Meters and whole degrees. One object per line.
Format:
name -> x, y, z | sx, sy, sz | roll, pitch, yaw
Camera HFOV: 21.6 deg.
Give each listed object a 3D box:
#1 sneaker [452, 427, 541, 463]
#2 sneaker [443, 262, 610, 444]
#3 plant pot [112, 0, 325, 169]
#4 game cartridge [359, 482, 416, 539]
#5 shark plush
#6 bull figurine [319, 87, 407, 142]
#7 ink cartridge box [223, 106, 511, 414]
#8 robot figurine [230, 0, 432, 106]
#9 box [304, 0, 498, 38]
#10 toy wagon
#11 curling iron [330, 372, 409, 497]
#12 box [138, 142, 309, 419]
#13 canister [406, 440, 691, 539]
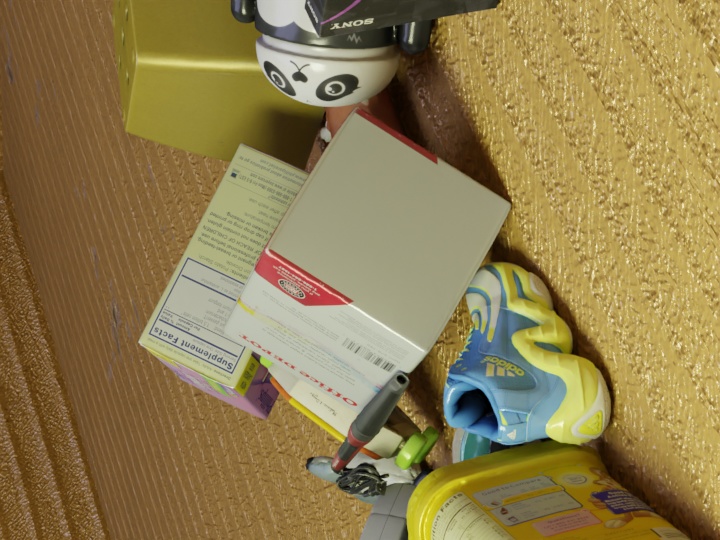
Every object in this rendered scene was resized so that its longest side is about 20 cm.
sneaker -> 0.107, 0.177, 1.408 | 0.080, 0.071, 0.201 | 24, 103, 59
sneaker -> 0.095, 0.059, 1.357 | 0.200, 0.105, 0.076 | -129, 33, -56
plant pot -> -0.135, -0.220, 1.763 | 0.200, 0.176, 0.201 | 115, 149, -62
game cartridge -> 0.016, 0.281, 1.543 | 0.133, 0.041, 0.200 | 72, -150, -46
shark plush -> 0.042, 0.194, 1.742 | 0.200, 0.091, 0.083 | 2, 123, 52
bull figurine -> 0.004, -0.120, 1.614 | 0.122, 0.065, 0.201 | 96, 163, -60
ink cartridge box -> 0.000, 0.000, 1.475 | 0.145, 0.145, 0.200 | -60, 2, -24
robot figurine -> -0.023, -0.231, 1.508 | 0.150, 0.124, 0.201 | -142, 53, -59
box -> 0.045, -0.243, 1.280 | 0.200, 0.143, 0.036 | 106, 148, -56
toy wagon -> -0.005, 0.113, 1.643 | 0.155, 0.040, 0.200 | 36, -175, 10
curling iron -> 0.012, 0.128, 1.490 | 0.200, 0.049, 0.026 | 108, 179, -56
box -> -0.096, 0.014, 1.703 | 0.200, 0.096, 0.176 | -63, -12, -9
canister -> 0.135, 0.194, 1.243 | 0.200, 0.148, 0.087 | -143, 45, -63
